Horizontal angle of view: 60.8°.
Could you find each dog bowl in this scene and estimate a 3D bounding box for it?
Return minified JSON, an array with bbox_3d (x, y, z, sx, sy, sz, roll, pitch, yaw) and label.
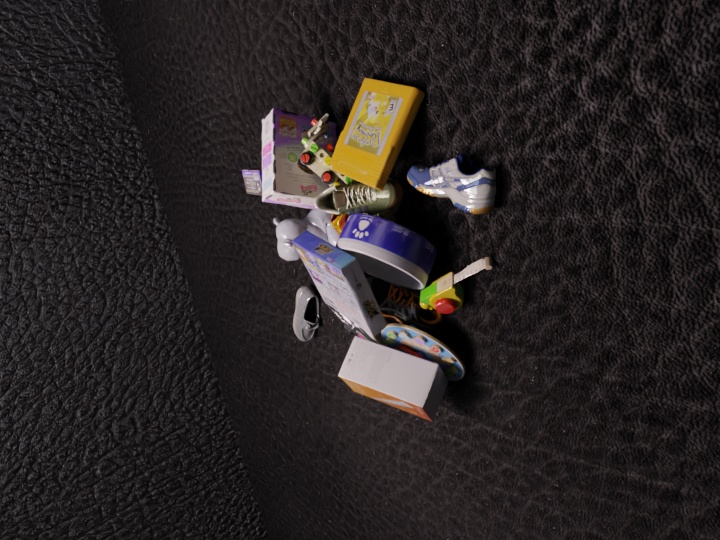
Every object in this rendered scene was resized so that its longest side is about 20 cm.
[{"bbox_3d":[0.051,-0.037,1.247,0.200,0.200,0.079,6,70,59],"label":"dog bowl"}]

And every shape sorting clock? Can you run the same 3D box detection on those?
[{"bbox_3d":[0.132,0.179,1.319,0.199,0.039,0.200,29,159,12],"label":"shape sorting clock"}]

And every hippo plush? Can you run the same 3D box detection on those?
[{"bbox_3d":[-0.129,-0.084,1.567,0.159,0.160,0.201,51,146,31],"label":"hippo plush"}]

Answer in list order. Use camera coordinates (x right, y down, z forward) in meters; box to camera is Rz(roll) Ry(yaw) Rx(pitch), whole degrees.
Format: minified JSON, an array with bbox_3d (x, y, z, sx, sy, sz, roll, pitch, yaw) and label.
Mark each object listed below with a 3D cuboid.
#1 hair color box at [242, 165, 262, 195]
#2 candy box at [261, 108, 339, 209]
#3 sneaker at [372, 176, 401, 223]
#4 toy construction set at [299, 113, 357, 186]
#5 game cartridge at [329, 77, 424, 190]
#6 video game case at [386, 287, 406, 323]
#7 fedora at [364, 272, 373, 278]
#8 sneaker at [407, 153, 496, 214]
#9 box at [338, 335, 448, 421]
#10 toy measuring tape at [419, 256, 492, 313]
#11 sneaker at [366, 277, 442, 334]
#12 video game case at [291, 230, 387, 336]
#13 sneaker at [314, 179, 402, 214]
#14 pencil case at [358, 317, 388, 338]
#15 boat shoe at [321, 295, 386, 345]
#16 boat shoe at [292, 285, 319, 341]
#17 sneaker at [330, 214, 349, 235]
[{"bbox_3d":[-0.177,-0.238,1.511,0.109,0.199,0.065,16,121,56],"label":"hair color box"},{"bbox_3d":[-0.137,-0.249,1.401,0.071,0.167,0.201,-22,67,55],"label":"candy box"},{"bbox_3d":[0.036,-0.112,1.350,0.075,0.076,0.201,42,142,38],"label":"sneaker"},{"bbox_3d":[-0.053,-0.255,1.336,0.200,0.131,0.092,44,-174,17],"label":"toy construction set"},{"bbox_3d":[0.025,-0.273,1.212,0.176,0.032,0.201,31,98,49],"label":"game cartridge"},{"bbox_3d":[0.075,0.105,1.480,0.143,0.019,0.201,16,122,57],"label":"video game case"},{"bbox_3d":[0.000,0.000,1.416,0.201,0.092,0.201,43,180,0],"label":"fedora"},{"bbox_3d":[0.168,-0.171,1.107,0.200,0.075,0.089,29,121,41],"label":"sneaker"},{"bbox_3d":[0.072,0.233,1.321,0.199,0.098,0.124,16,159,25],"label":"box"},{"bbox_3d":[0.195,0.035,1.197,0.200,0.073,0.074,-33,78,41],"label":"toy measuring tape"},{"bbox_3d":[0.091,0.069,1.311,0.199,0.079,0.077,32,142,-20],"label":"sneaker"},{"bbox_3d":[-0.044,0.023,1.264,0.200,0.045,0.182,30,153,51],"label":"video game case"},{"bbox_3d":[-0.014,-0.143,1.246,0.200,0.090,0.068,0,98,49],"label":"sneaker"},{"bbox_3d":[0.055,0.193,1.462,0.201,0.090,0.094,62,147,21],"label":"pencil case"},{"bbox_3d":[-0.018,0.111,1.422,0.199,0.074,0.066,44,121,6],"label":"boat shoe"},{"bbox_3d":[-0.159,0.144,1.855,0.071,0.070,0.202,43,139,45],"label":"boat shoe"},{"bbox_3d":[-0.036,-0.102,1.484,0.073,0.077,0.201,3,112,58],"label":"sneaker"}]
